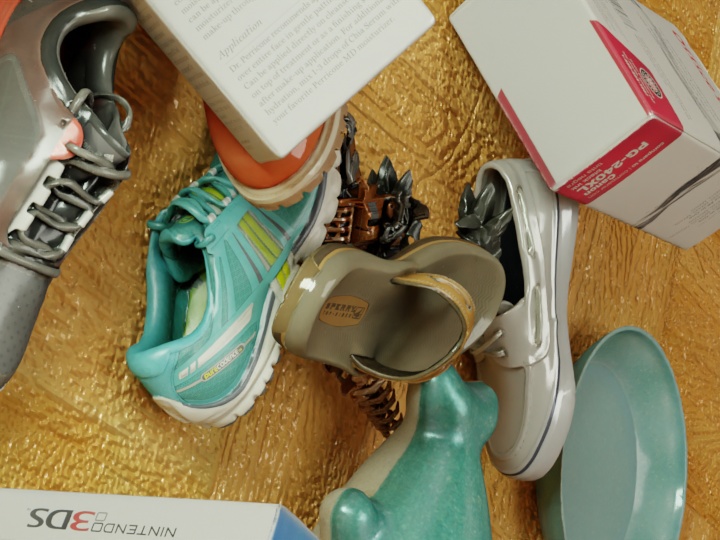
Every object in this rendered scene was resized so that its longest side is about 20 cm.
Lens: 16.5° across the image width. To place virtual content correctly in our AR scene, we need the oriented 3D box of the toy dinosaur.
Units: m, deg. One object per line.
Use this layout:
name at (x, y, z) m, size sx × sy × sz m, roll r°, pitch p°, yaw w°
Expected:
toy dinosaur at (0.000, 0.000, 1.387) m, size 0.136 × 0.102 × 0.201 m, roll -35°, pitch 148°, yaw -37°

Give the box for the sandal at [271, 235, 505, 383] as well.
sandal at (0.026, 0.026, 1.301) m, size 0.200 × 0.054 × 0.081 m, roll 3°, pitch 112°, yaw -60°

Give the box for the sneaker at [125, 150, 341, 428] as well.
sneaker at (-0.067, -0.020, 1.272) m, size 0.080 × 0.077 × 0.201 m, roll 35°, pitch 60°, yaw -43°

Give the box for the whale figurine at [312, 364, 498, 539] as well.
whale figurine at (0.038, 0.154, 1.386) m, size 0.159 × 0.103 × 0.201 m, roll 34°, pitch 76°, yaw -54°

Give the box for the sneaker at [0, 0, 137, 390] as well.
sneaker at (-0.148, -0.041, 1.125) m, size 0.077 × 0.082 × 0.201 m, roll 29°, pitch 66°, yaw -55°

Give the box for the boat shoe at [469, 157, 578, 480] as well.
boat shoe at (0.092, 0.030, 1.535) m, size 0.066 × 0.072 × 0.201 m, roll 4°, pitch 94°, yaw -41°

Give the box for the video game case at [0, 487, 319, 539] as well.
video game case at (-0.128, 0.192, 1.065) m, size 0.045 × 0.181 × 0.201 m, roll 49°, pitch 50°, yaw -45°

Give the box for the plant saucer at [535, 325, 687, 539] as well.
plant saucer at (0.167, 0.137, 1.686) m, size 0.200 × 0.036 × 0.201 m, roll -3°, pitch 93°, yaw -59°

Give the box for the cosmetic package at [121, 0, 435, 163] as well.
cosmetic package at (-0.070, -0.157, 1.147) m, size 0.101 × 0.071 × 0.200 m, roll -41°, pitch 98°, yaw -8°

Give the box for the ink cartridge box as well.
ink cartridge box at (0.163, -0.106, 1.573) m, size 0.200 × 0.083 × 0.146 m, roll 20°, pitch 36°, yaw -57°

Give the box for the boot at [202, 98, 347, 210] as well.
boot at (-0.067, -0.126, 1.233) m, size 0.107 × 0.075 × 0.201 m, roll 40°, pitch 32°, yaw -52°
